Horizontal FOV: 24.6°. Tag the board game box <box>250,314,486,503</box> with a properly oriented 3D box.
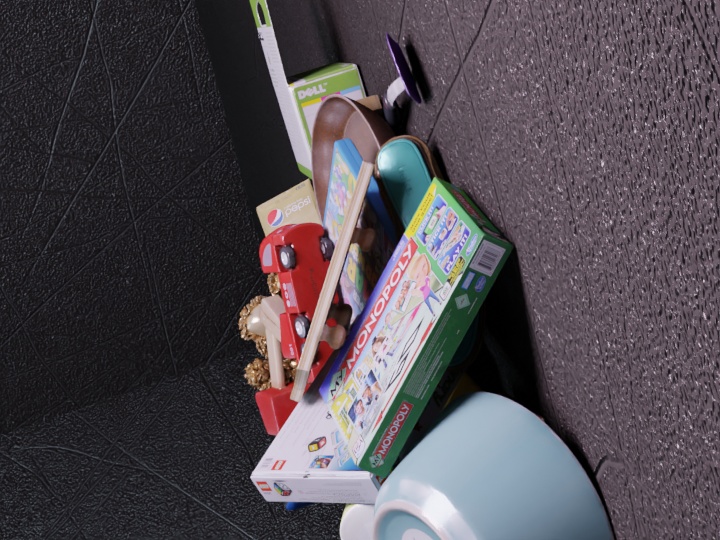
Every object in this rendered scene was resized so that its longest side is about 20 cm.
[{"bbox_3d":[0.009,0.109,1.361,0.126,0.200,0.035,-4,127,38],"label":"board game box"}]

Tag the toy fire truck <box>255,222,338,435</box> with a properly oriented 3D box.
[{"bbox_3d":[-0.064,0.057,1.578,0.141,0.049,0.201,-7,97,61],"label":"toy fire truck"}]

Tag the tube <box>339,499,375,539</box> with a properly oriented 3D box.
[{"bbox_3d":[0.013,0.187,1.388,0.200,0.058,0.052,-70,-45,-78],"label":"tube"}]

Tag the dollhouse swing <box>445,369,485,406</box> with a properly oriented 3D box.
[{"bbox_3d":[0.105,0.149,1.542,0.182,0.175,0.200,-63,21,13],"label":"dollhouse swing"}]

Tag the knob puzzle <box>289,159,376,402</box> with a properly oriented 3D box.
[{"bbox_3d":[-0.016,0.018,1.383,0.220,0.030,0.221,-163,90,-90],"label":"knob puzzle"}]

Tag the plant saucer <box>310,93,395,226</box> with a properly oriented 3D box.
[{"bbox_3d":[0.007,-0.065,1.509,0.200,0.034,0.201,166,90,-69],"label":"plant saucer"}]

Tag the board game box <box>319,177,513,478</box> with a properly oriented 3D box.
[{"bbox_3d":[0.038,0.041,1.260,0.201,0.029,0.135,-62,23,13],"label":"board game box"}]

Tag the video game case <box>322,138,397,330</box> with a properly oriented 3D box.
[{"bbox_3d":[0.000,0.000,1.497,0.201,0.018,0.143,100,149,-47],"label":"video game case"}]

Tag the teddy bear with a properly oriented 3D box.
[{"bbox_3d":[-0.066,0.071,1.725,0.067,0.146,0.200,16,169,34],"label":"teddy bear"}]

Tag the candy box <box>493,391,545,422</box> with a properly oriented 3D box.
[{"bbox_3d":[0.137,0.207,1.334,0.115,0.055,0.201,-150,41,-77],"label":"candy box"}]

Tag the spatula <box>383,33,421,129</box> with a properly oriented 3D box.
[{"bbox_3d":[0.031,-0.150,1.386,0.200,0.020,0.057,108,141,-80],"label":"spatula"}]

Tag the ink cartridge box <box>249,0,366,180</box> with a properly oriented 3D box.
[{"bbox_3d":[-0.048,-0.200,1.677,0.148,0.075,0.201,-138,32,-78],"label":"ink cartridge box"}]

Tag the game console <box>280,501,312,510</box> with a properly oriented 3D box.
[{"bbox_3d":[-0.015,0.140,1.746,0.118,0.200,0.171,46,119,23],"label":"game console"}]

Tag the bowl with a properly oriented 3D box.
[{"bbox_3d":[0.083,0.203,1.223,0.201,0.105,0.202,34,138,39],"label":"bowl"}]

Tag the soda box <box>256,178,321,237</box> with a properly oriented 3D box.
[{"bbox_3d":[-0.032,-0.026,1.758,0.200,0.068,0.064,34,-149,-62],"label":"soda box"}]

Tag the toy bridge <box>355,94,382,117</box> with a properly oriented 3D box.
[{"bbox_3d":[0.037,-0.064,1.542,0.067,0.027,0.201,85,165,-66],"label":"toy bridge"}]

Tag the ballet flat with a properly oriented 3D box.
[{"bbox_3d":[0.062,-0.014,1.358,0.072,0.068,0.201,18,-129,-73],"label":"ballet flat"}]
